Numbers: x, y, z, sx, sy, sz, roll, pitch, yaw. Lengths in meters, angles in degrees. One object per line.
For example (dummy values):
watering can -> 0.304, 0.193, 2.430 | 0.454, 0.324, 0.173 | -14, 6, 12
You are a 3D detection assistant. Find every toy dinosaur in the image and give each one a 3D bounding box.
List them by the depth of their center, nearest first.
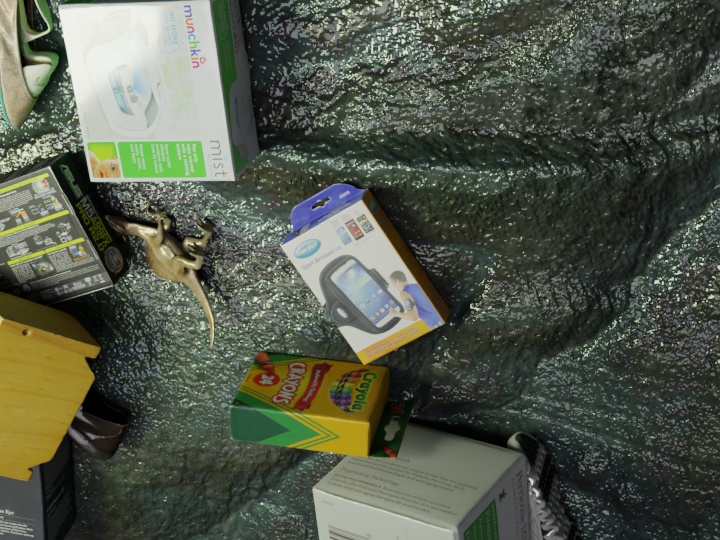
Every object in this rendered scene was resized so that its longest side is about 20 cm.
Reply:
toy dinosaur -> -0.212, -0.013, 1.609 | 0.200, 0.058, 0.101 | 46, 132, -2

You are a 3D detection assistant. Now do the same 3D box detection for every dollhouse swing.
dollhouse swing -> -0.444, 0.109, 1.644 | 0.181, 0.176, 0.201 | 20, 108, -33

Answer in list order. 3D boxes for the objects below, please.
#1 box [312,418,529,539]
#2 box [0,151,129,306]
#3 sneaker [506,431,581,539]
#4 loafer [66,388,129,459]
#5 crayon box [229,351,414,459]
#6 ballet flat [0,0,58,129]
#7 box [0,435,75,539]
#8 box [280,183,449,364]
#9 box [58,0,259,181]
box -> 0.076, 0.314, 1.596 | 0.198, 0.171, 0.201 | 10, 120, 32
box -> -0.393, -0.038, 1.621 | 0.198, 0.044, 0.161 | -15, 111, 29
sneaker -> 0.204, 0.286, 1.641 | 0.080, 0.075, 0.202 | -9, 113, 27
loafer -> -0.369, 0.151, 1.714 | 0.200, 0.073, 0.071 | 41, 112, -17
crayon box -> -0.042, 0.157, 1.602 | 0.198, 0.127, 0.051 | 6, 117, 9
ballet flat -> -0.373, -0.252, 1.515 | 0.066, 0.068, 0.202 | 0, 118, 5
box -> -0.482, 0.264, 1.771 | 0.198, 0.104, 0.184 | 9, 118, 9
box -> 0.000, 0.000, 1.563 | 0.118, 0.042, 0.201 | -28, 109, 24
box -> -0.213, -0.205, 1.482 | 0.174, 0.097, 0.202 | 2, 115, 15
